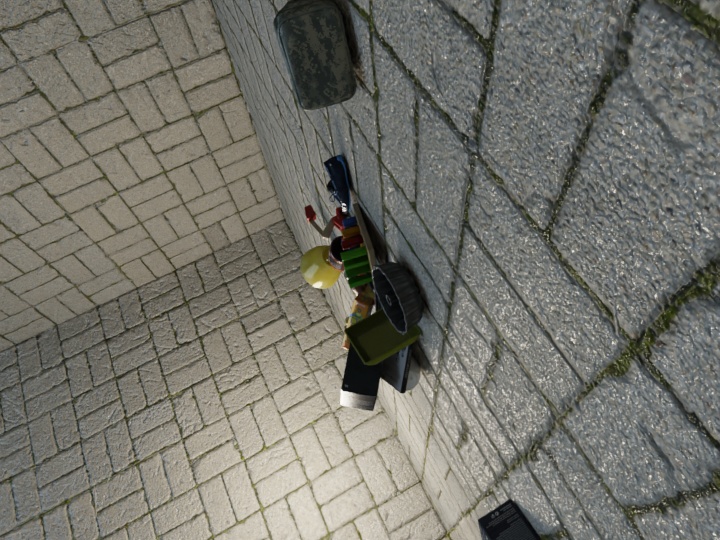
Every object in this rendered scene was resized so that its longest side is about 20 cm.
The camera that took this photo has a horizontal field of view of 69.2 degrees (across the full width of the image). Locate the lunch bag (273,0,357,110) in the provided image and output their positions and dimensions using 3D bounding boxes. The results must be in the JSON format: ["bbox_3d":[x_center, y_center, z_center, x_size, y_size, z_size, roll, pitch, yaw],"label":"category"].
[{"bbox_3d":[-0.094,-0.455,1.084,0.169,0.137,0.202,-102,-4,-51],"label":"lunch bag"}]

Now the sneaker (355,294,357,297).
[{"bbox_3d":[-0.005,0.036,1.998,0.116,0.074,0.200,63,175,8],"label":"sneaker"}]

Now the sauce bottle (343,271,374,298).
[{"bbox_3d":[0.000,0.063,1.926,0.066,0.066,0.201,56,180,41],"label":"sauce bottle"}]

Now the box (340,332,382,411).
[{"bbox_3d":[0.008,0.338,1.738,0.197,0.122,0.203,91,-171,-63],"label":"box"}]

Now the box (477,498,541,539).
[{"bbox_3d":[0.421,0.765,1.389,0.200,0.116,0.199,51,163,51],"label":"box"}]

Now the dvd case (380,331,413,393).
[{"bbox_3d":[0.120,0.275,1.695,0.150,0.024,0.204,-159,77,-66],"label":"dvd case"}]

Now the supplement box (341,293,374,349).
[{"bbox_3d":[-0.010,0.189,1.872,0.069,0.066,0.203,-35,-38,-64],"label":"supplement box"}]

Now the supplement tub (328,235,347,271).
[{"bbox_3d":[-0.070,-0.058,2.007,0.108,0.106,0.200,63,170,10],"label":"supplement tub"}]

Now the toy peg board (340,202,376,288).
[{"bbox_3d":[-0.017,-0.062,1.623,0.201,0.096,0.201,78,175,-52],"label":"toy peg board"}]

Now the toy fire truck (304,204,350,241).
[{"bbox_3d":[-0.098,-0.153,1.812,0.202,0.139,0.049,62,170,15],"label":"toy fire truck"}]

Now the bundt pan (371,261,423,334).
[{"bbox_3d":[0.108,0.067,1.422,0.203,0.075,0.203,60,165,27],"label":"bundt pan"}]

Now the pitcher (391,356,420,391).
[{"bbox_3d":[0.133,0.314,1.826,0.200,0.120,0.174,-110,-2,-70],"label":"pitcher"}]

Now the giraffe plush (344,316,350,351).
[{"bbox_3d":[0.020,0.247,1.986,0.201,0.159,0.174,81,-177,-50],"label":"giraffe plush"}]

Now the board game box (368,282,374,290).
[{"bbox_3d":[0.000,0.000,1.825,0.200,0.038,0.160,26,-136,-84],"label":"board game box"}]

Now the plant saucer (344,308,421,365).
[{"bbox_3d":[0.071,0.204,1.624,0.200,0.198,0.048,49,166,57],"label":"plant saucer"}]

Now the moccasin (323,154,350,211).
[{"bbox_3d":[-0.072,-0.263,1.584,0.081,0.067,0.202,-106,4,-47],"label":"moccasin"}]

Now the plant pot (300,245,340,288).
[{"bbox_3d":[-0.160,-0.037,2.394,0.142,0.198,0.202,-41,73,53],"label":"plant pot"}]

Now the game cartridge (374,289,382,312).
[{"bbox_3d":[0.069,0.170,1.837,0.130,0.038,0.203,74,-168,-63],"label":"game cartridge"}]
